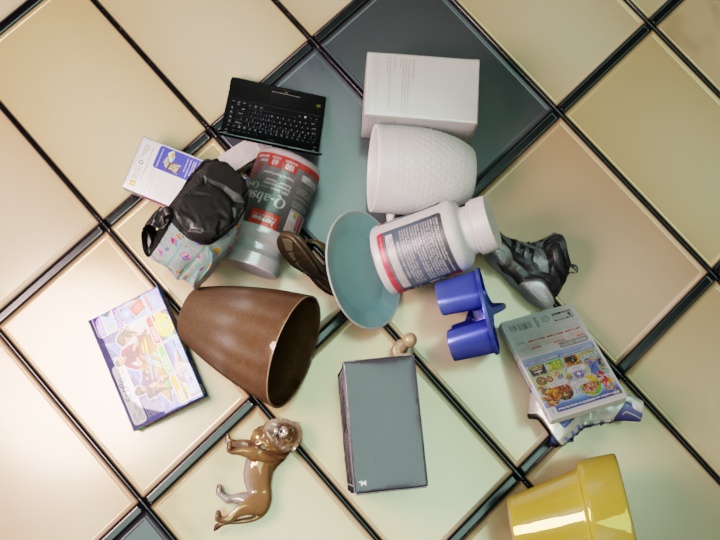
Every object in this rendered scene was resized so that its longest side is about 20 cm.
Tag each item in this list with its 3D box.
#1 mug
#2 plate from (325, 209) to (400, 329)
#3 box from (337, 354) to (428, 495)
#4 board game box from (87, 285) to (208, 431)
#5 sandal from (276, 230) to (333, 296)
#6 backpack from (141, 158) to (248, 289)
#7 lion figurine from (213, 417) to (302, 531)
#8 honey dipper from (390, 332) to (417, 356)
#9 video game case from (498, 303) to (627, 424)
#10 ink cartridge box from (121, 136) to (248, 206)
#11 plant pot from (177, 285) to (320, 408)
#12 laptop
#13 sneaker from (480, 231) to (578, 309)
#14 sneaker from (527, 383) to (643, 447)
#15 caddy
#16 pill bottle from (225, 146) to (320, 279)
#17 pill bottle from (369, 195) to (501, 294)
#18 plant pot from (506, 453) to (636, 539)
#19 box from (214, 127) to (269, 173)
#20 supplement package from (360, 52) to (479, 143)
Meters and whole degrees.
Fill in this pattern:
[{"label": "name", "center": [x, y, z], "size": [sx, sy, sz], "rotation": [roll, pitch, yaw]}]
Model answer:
[{"label": "mug", "center": [0.103, -0.144, 1.683], "size": [0.172, 0.148, 0.204], "rotation": [3, 109, -7]}, {"label": "plate", "center": [0.000, 0.000, 1.642], "size": [0.025, 0.199, 0.204], "rotation": [-12, 77, 38]}, {"label": "box", "center": [0.032, 0.249, 1.565], "size": [0.121, 0.199, 0.204], "rotation": [-5, 80, -4]}, {"label": "board game box", "center": [-0.355, 0.147, 1.638], "size": [0.134, 0.034, 0.203], "rotation": [-25, 81, 2]}, {"label": "sandal", "center": [-0.068, -0.016, 1.626], "size": [0.081, 0.200, 0.055], "rotation": [13, 69, 44]}, {"label": "backpack", "center": [-0.263, -0.062, 1.561], "size": [0.126, 0.200, 0.167], "rotation": [42, 50, -2]}, {"label": "lion figurine", "center": [-0.169, 0.337, 1.612], "size": [0.120, 0.072, 0.204], "rotation": [11, 93, -14]}, {"label": "honey dipper", "center": [0.074, 0.124, 1.589], "size": [0.037, 0.200, 0.039], "rotation": [1, 80, -3]}, {"label": "video game case", "center": [0.334, 0.152, 1.634], "size": [0.141, 0.018, 0.202], "rotation": [-13, 52, -14]}, {"label": "ink cartridge box", "center": [-0.296, -0.147, 1.665], "size": [0.197, 0.037, 0.096], "rotation": [21, 81, 5]}, {"label": "plant pot", "center": [-0.193, 0.103, 1.605], "size": [0.197, 0.187, 0.190], "rotation": [17, 78, 18]}, {"label": "laptop", "center": [-0.145, -0.264, 1.664], "size": [0.174, 0.104, 0.203], "rotation": [11, 59, -8]}, {"label": "sneaker", "center": [0.285, -0.037, 1.697], "size": [0.200, 0.075, 0.114], "rotation": [45, 80, 0]}, {"label": "sneaker", "center": [0.366, 0.246, 1.649], "size": [0.196, 0.081, 0.117], "rotation": [12, 82, 7]}, {"label": "caddy", "center": [0.189, 0.070, 1.612], "size": [0.103, 0.200, 0.144], "rotation": [-14, 89, 8]}, {"label": "pill bottle", "center": [-0.151, -0.095, 1.662], "size": [0.114, 0.116, 0.203], "rotation": [19, 79, 1]}, {"label": "pill bottle", "center": [0.125, -0.046, 1.612], "size": [0.197, 0.119, 0.122], "rotation": [-19, 80, 17]}, {"label": "plant pot", "center": [0.337, 0.409, 1.561], "size": [0.186, 0.201, 0.204], "rotation": [-12, 80, 10]}, {"label": "box", "center": [-0.238, -0.177, 1.713], "size": [0.199, 0.039, 0.042], "rotation": [-35, 81, -9]}, {"label": "supplement package", "center": [0.103, -0.298, 1.713], "size": [0.196, 0.117, 0.119], "rotation": [4, 77, -1]}]
